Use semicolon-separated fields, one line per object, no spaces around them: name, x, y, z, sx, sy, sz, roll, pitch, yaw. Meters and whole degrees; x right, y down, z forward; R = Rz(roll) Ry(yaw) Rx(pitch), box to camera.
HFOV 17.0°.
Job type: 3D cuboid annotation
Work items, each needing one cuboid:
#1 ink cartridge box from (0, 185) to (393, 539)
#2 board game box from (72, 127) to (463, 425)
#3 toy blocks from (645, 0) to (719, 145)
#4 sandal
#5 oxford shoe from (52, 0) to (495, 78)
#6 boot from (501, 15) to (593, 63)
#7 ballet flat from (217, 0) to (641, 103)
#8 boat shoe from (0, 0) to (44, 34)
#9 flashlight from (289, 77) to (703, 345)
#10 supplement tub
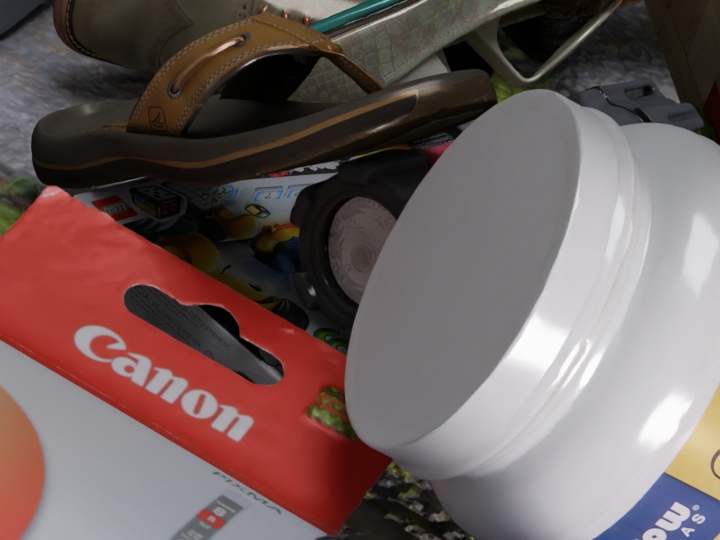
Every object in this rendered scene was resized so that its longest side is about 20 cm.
ink cartridge box;-0.083;0.050;0.736;0.162;0.050;0.200;29;47;12
board game box;0.000;0.000;0.904;0.126;0.035;0.200;40;36;26
toy blocks;0.173;-0.091;0.980;0.100;0.137;0.201;-11;67;-11
sandal;-0.043;-0.062;0.842;0.200;0.055;0.082;2;14;46
oxford shoe;-0.029;-0.105;0.998;0.199;0.071;0.075;-4;28;-34
boot;0.143;-0.140;1.144;0.158;0.211;0.079;-46;28;-21
ballet flat;0.039;-0.094;0.958;0.200;0.067;0.062;-29;94;-18
boat shoe;-0.137;-0.157;1.028;0.056;0.069;0.200;28;35;12
flashlight;0.061;-0.021;0.886;0.068;0.068;0.200;37;30;29
supplement tub;0.109;0.042;0.763;0.200;0.145;0.145;28;28;-22
